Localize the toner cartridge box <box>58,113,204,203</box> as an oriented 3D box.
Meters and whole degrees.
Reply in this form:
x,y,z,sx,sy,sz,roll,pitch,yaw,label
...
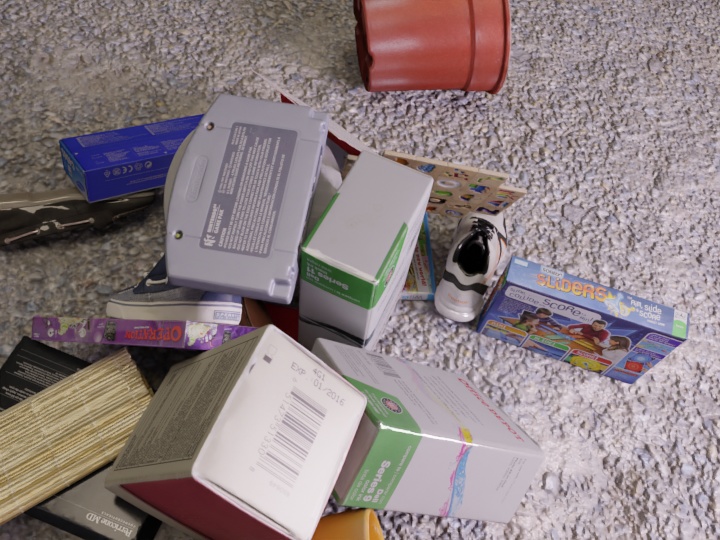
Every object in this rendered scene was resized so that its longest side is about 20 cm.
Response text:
x,y,z,sx,sy,sz,roll,pitch,yaw,label
-0.257,-0.144,0.878,0.199,0.044,0.095,-19,40,-31,toner cartridge box

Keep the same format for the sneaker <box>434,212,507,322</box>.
x,y,z,sx,sy,sz,roll,pitch,yaw,label
0.148,-0.030,0.873,0.073,0.080,0.201,17,47,6,sneaker

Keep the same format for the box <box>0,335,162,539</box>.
x,y,z,sx,sy,sz,roll,pitch,yaw,label
-0.272,0.172,0.687,0.198,0.079,0.142,21,55,5,box

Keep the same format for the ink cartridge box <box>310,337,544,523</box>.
x,y,z,sx,sy,sz,roll,pitch,yaw,label
0.050,0.151,0.663,0.199,0.088,0.145,16,15,-32,ink cartridge box

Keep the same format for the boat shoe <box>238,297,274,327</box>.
x,y,z,sx,sy,sz,roll,pitch,yaw,label
-0.084,0.102,0.740,0.068,0.072,0.202,-26,80,23,boat shoe

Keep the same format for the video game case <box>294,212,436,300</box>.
x,y,z,sx,sy,sz,roll,pitch,yaw,label
-0.009,-0.030,0.893,0.198,0.018,0.144,2,57,-7,video game case

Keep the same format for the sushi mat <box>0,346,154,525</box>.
x,y,z,sx,sy,sz,roll,pitch,yaw,label
-0.284,0.154,0.644,0.199,0.012,0.096,-29,66,-23,sushi mat

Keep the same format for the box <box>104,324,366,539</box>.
x,y,z,sx,sy,sz,roll,pitch,yaw,label
-0.108,0.144,0.587,0.109,0.199,0.129,39,56,-20,box

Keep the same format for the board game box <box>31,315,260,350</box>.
x,y,z,sx,sy,sz,roll,pitch,yaw,label
-0.209,0.063,0.696,0.198,0.120,0.033,0,78,29,board game box

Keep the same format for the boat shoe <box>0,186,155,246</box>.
x,y,z,sx,sy,sz,roll,pitch,yaw,label
-0.348,-0.068,0.852,0.198,0.058,0.067,-7,23,-17,boat shoe

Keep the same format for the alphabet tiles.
x,y,z,sx,sy,sz,roll,pitch,yaw,label
0.075,-0.093,0.793,0.198,0.166,0.006,10,79,-6,alphabet tiles

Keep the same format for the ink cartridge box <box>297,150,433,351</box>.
x,y,z,sx,sy,sz,roll,pitch,yaw,label
0.000,0.000,0.746,0.082,0.201,0.147,23,56,9,ink cartridge box

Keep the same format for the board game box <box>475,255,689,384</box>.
x,y,z,sx,sy,sz,roll,pitch,yaw,label
0.245,0.060,0.802,0.198,0.136,0.035,19,60,3,board game box

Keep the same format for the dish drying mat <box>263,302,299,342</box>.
x,y,z,sx,sy,sz,roll,pitch,yaw,label
-0.089,0.076,0.812,0.198,0.018,0.077,12,56,-1,dish drying mat

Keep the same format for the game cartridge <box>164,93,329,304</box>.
x,y,z,sx,sy,sz,roll,pitch,yaw,label
-0.111,-0.073,0.674,0.132,0.041,0.202,11,68,0,game cartridge

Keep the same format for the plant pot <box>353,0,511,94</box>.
x,y,z,sx,sy,sz,roll,pitch,yaw,label
0.094,-0.346,1.018,0.193,0.201,0.202,-8,58,-5,plant pot

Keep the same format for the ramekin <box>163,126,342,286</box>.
x,y,z,sx,sy,sz,roll,pitch,yaw,label
-0.126,-0.076,0.788,0.201,0.201,0.097,48,21,21,ramekin

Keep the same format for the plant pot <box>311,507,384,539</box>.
x,y,z,sx,sy,sz,roll,pitch,yaw,label
-0.060,0.314,0.574,0.181,0.201,0.202,-13,59,2,plant pot

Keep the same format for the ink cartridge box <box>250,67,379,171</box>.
x,y,z,sx,sy,sz,roll,pitch,yaw,label
-0.041,-0.157,0.866,0.161,0.200,0.050,41,104,25,ink cartridge box

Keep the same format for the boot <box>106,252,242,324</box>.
x,y,z,sx,sy,sz,roll,pitch,yaw,label
-0.195,0.010,0.745,0.198,0.072,0.091,-2,82,37,boot
